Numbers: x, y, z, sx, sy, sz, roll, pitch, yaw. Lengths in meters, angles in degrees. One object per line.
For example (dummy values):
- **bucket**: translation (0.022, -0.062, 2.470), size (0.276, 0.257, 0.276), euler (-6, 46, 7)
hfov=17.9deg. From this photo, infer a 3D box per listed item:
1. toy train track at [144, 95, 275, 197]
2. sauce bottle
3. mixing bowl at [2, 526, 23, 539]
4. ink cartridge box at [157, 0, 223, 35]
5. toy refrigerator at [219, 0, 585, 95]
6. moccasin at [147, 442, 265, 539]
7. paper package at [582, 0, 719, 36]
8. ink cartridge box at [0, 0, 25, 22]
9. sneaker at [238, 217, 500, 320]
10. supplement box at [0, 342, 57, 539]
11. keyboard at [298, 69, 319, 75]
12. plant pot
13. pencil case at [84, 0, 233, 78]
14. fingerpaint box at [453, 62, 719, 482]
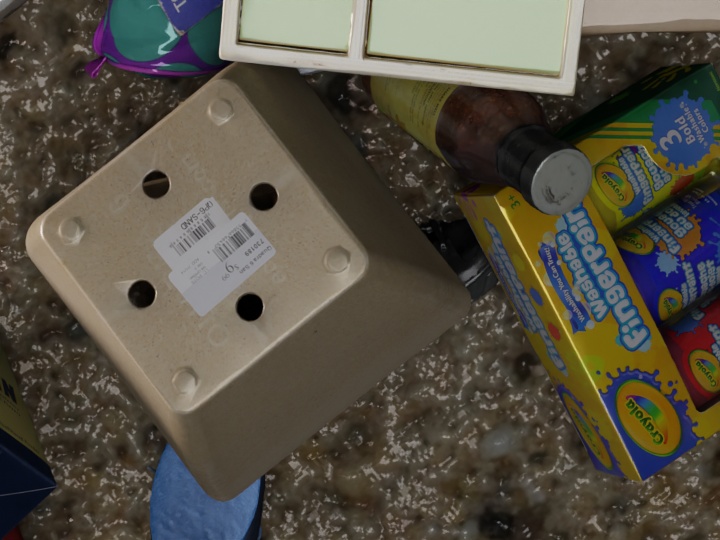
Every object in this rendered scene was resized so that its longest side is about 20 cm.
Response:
- **toy train track**: translation (-0.085, -0.016, 1.440), size (0.114, 0.033, 0.201), euler (-13, 108, -7)
- **sauce bottle**: translation (0.067, -0.087, 1.337), size (0.066, 0.200, 0.066), euler (-11, 119, -21)
- **mixing bowl**: translation (-0.275, 0.211, 1.420), size (0.200, 0.200, 0.108), euler (-42, 128, 8)
- **ink cartridge box**: translation (-0.067, -0.268, 1.312), size (0.200, 0.043, 0.197), euler (-41, 121, -20)
- **toy refrigerator**: translation (0.025, -0.148, 1.278), size (0.199, 0.070, 0.076), euler (7, 103, 2)
- **moccasin**: translation (-0.102, 0.169, 1.460), size (0.080, 0.068, 0.201), euler (12, 100, 5)
- **paper package**: translation (0.146, -0.236, 1.349), size (0.190, 0.103, 0.201), euler (-2, 98, 0)
- **ink cartridge box**: translation (-0.262, -0.161, 1.346), size (0.200, 0.145, 0.083), euler (-38, 99, 7)
- **sneaker**: translation (0.000, -0.001, 1.413), size (0.199, 0.060, 0.104), euler (-36, 117, 6)
- **supplement box**: translation (-0.314, 0.103, 1.354), size (0.200, 0.200, 0.134), euler (-43, 128, 7)
- **keyboard**: translation (0.042, -0.167, 1.419), size (0.199, 0.011, 0.057), euler (-12, 107, 2)
- **plant pot**: translation (-0.076, -0.006, 1.296), size (0.199, 0.177, 0.200), euler (-38, 81, 1)
- **pencil case**: translation (-0.116, -0.215, 1.367), size (0.092, 0.085, 0.201), euler (-1, 102, -17)
- **fingerpaint box**: translation (0.179, 0.000, 1.396), size (0.166, 0.073, 0.201), euler (-31, 101, -15)
